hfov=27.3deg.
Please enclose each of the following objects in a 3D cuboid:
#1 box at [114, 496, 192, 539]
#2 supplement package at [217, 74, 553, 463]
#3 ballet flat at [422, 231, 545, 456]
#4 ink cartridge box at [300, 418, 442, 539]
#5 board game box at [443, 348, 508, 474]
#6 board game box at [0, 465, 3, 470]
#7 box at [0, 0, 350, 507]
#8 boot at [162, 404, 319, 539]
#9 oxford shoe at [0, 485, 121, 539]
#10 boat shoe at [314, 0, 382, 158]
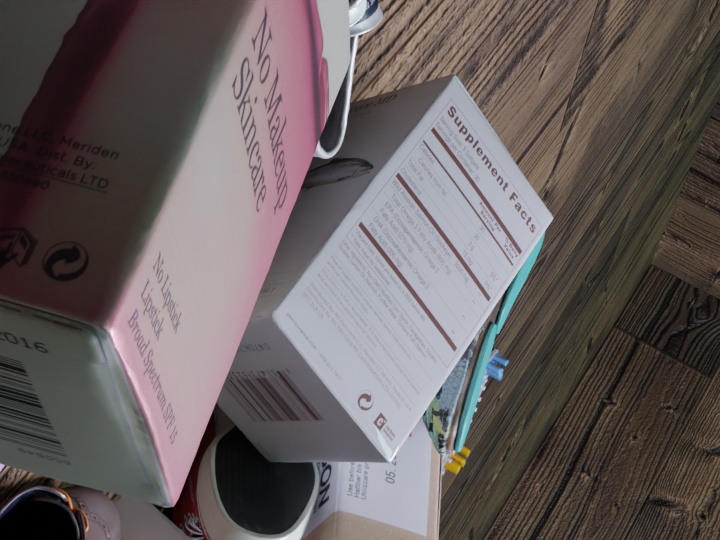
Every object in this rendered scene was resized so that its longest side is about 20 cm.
[{"bbox_3d":[-0.143,0.250,0.886,0.152,0.106,0.200,-44,160,-24],"label":"box"},{"bbox_3d":[0.000,0.000,0.866,0.117,0.117,0.200,-10,-144,49],"label":"supplement package"},{"bbox_3d":[0.060,0.033,0.944,0.200,0.074,0.074,-62,170,-45],"label":"ballet flat"},{"bbox_3d":[-0.015,0.131,0.976,0.165,0.075,0.201,-49,-153,47],"label":"ink cartridge box"},{"bbox_3d":[0.121,0.225,1.956,0.200,0.026,0.201,-41,155,-55],"label":"board game box"},{"bbox_3d":[-0.204,0.086,0.548,0.201,0.041,0.200,-60,166,-11],"label":"board game box"},{"bbox_3d":[-0.084,-0.045,0.493,0.128,0.108,0.201,85,22,-59],"label":"box"},{"bbox_3d":[-0.087,0.162,0.929,0.200,0.072,0.145,-101,-145,-68],"label":"boot"},{"bbox_3d":[-0.150,0.139,0.721,0.073,0.071,0.200,-50,180,13],"label":"oxford shoe"},{"bbox_3d":[-0.017,-0.142,0.734,0.074,0.065,0.201,-50,161,-38],"label":"boat shoe"}]
